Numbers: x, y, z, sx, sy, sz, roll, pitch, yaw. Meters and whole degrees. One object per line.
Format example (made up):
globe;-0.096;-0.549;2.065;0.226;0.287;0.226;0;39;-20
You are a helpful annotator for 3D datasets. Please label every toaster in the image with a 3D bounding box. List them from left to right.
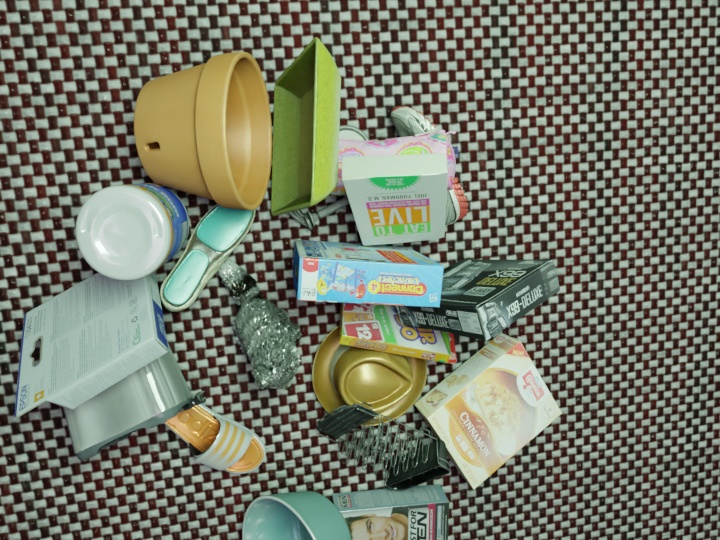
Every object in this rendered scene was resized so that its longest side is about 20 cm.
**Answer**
toaster;-0.337;0.173;0.797;0.196;0.114;0.132;-25;88;4

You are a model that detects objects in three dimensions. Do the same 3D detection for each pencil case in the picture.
pencil case;0.042;-0.154;0.788;0.194;0.087;0.090;-2;99;14

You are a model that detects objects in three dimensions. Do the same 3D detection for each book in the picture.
book;0.054;-0.096;0.757;0.129;0.201;0.049;-1;70;8

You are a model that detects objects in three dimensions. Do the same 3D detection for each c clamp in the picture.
c clamp;-0.034;-0.130;0.859;0.195;0.027;0.175;-22;101;-6

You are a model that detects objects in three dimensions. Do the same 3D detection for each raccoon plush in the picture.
raccoon plush;-0.162;0.090;0.813;0.097;0.134;0.200;-43;103;0

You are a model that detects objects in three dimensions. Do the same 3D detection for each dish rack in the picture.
dish rack;0.028;0.278;0.869;0.197;0.056;0.153;28;137;-18

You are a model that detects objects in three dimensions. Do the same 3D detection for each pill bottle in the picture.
pill bottle;-0.292;-0.060;0.736;0.109;0.200;0.116;-2;101;-8

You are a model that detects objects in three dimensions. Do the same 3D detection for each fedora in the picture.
fedora;0.021;0.172;0.882;0.194;0.082;0.207;-2;99;-10

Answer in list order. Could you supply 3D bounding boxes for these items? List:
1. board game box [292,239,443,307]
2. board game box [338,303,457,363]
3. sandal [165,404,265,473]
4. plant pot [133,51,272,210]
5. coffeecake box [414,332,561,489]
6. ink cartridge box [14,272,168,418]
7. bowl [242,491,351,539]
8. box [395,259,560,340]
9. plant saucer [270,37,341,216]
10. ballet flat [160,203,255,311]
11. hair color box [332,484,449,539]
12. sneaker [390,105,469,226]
board game box;0.000;0.000;0.796;0.190;0.200;0.058;4;99;-9
board game box;0.063;0.089;0.876;0.194;0.097;0.030;13;135;-13
sandal;-0.245;0.265;0.863;0.205;0.059;0.080;36;92;-12
plant pot;-0.212;-0.188;0.747;0.136;0.200;0.207;3;98;6
coffeecake box;0.215;0.233;0.923;0.198;0.073;0.155;-37;102;-8
ink cartridge box;-0.369;0.084;0.755;0.197;0.198;0.044;-30;135;-2
bowl;-0.088;0.437;0.866;0.104;0.197;0.207;-10;103;-50
box;0.165;0.036;0.806;0.155;0.198;0.051;-27;104;-26
plant saucer;-0.075;-0.182;0.755;0.047;0.199;0.206;1;91;-24
ballet flat;-0.231;-0.028;0.822;0.067;0.062;0.202;37;74;-6
hair color box;0.050;0.435;0.937;0.194;0.061;0.102;-1;98;-9
sneaker;0.096;-0.157;0.848;0.081;0.078;0.204;-29;101;-9
